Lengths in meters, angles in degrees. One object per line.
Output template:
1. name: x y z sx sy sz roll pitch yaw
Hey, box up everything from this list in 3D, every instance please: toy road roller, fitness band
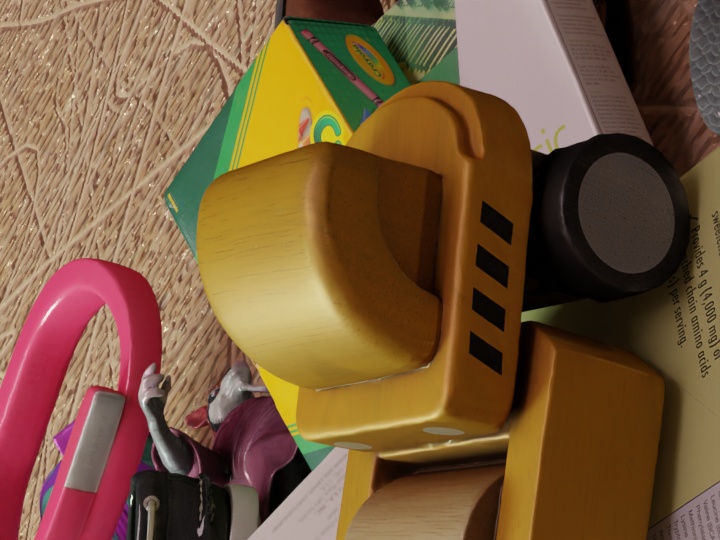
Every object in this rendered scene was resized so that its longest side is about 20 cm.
1. toy road roller: 0.017 0.033 0.897 0.123 0.146 0.200 -15 65 57
2. fitness band: -0.157 0.091 1.348 0.200 0.037 0.144 -69 26 10

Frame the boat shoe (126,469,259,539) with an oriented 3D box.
1. boat shoe: -0.095 0.190 1.160 0.076 0.060 0.200 147 134 -74

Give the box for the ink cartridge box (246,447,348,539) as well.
1. ink cartridge box: 0.010 0.186 1.015 0.160 0.047 0.200 -46 60 -5

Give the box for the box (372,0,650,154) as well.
1. box: 0.064 -0.041 1.149 0.144 0.036 0.200 -40 60 40

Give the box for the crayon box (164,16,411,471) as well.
1. crayon box: 0.000 0.000 1.141 0.119 0.058 0.200 -53 53 33

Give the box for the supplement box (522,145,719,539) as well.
1. supplement box: 0.163 0.074 0.916 0.200 0.134 0.200 -41 45 43

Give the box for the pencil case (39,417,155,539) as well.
1. pencil case: -0.102 0.154 1.340 0.085 0.092 0.200 -40 32 -5

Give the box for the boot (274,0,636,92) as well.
1. boot: 0.042 -0.122 1.251 0.200 0.068 0.189 -39 46 43

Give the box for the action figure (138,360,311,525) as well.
1. action figure: -0.027 0.089 1.277 0.149 0.134 0.200 66 159 -11

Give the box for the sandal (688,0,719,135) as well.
1. sandal: 0.189 -0.144 1.063 0.076 0.043 0.201 -2 66 50
